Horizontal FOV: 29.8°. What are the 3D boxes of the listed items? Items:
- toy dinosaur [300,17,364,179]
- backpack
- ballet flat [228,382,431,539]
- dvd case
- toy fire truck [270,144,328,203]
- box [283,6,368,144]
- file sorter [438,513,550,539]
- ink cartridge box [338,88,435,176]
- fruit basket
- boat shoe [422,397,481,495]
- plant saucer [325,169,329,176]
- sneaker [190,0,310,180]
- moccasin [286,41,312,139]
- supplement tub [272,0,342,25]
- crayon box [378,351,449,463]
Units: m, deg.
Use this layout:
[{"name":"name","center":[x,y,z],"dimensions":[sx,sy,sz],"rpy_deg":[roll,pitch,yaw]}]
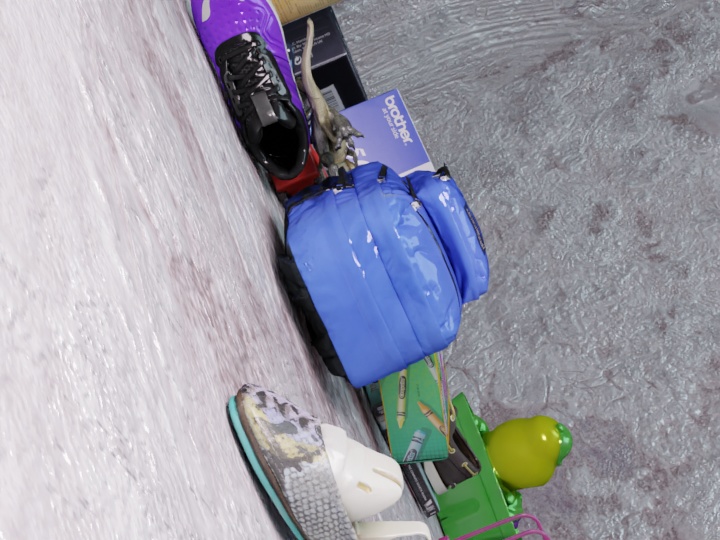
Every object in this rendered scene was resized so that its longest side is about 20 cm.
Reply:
[{"name":"toy dinosaur","center":[-0.025,-0.123,1.228],"dimensions":[0.200,0.047,0.088],"rpy_deg":[76,-4,-49]},{"name":"backpack","center":[0.018,-0.009,1.122],"dimensions":[0.163,0.167,0.200],"rpy_deg":[61,8,-10]},{"name":"ballet flat","center":[-0.002,0.134,0.713],"dimensions":[0.072,0.072,0.201],"rpy_deg":[-103,171,-68]},{"name":"dvd case","center":[0.037,0.164,1.521],"dimensions":[0.146,0.022,0.200],"rpy_deg":[-107,173,-51]},{"name":"toy fire truck","center":[-0.077,-0.135,1.353],"dimensions":[0.200,0.049,0.142],"rpy_deg":[53,16,-76]},{"name":"box","center":[-0.083,-0.280,1.614],"dimensions":[0.197,0.117,0.201],"rpy_deg":[57,10,-72]},{"name":"file sorter","center":[0.177,0.379,1.504],"dimensions":[0.200,0.125,0.140],"rpy_deg":[-99,167,-74]},{"name":"ink cartridge box","center":[0.037,-0.089,1.494],"dimensions":[0.201,0.094,0.044],"rpy_deg":[66,-17,3]},{"name":"fruit basket","center":[0.183,0.254,1.770],"dimensions":[0.156,0.215,0.217],"rpy_deg":[58,10,-70]},{"name":"boat shoe","center":[0.079,0.165,1.494],"dimensions":[0.072,0.060,0.202],"rpy_deg":[-108,174,-51]},{"name":"plant saucer","center":[0.018,-0.087,1.574],"dimensions":[0.070,0.199,0.019],"rpy_deg":[63,41,-65]},{"name":"sneaker","center":[-0.089,-0.165,1.191],"dimensions":[0.100,0.069,0.201],"rpy_deg":[-102,170,-56]},{"name":"moccasin","center":[-0.074,-0.172,1.449],"dimensions":[0.200,0.068,0.081],"rpy_deg":[66,4,-68]},{"name":"supplement tub","center":[-0.071,-0.322,1.335],"dimensions":[0.145,0.199,0.145],"rpy_deg":[-21,90,-87]},{"name":"crayon box","center":[0.048,0.072,1.325],"dimensions":[0.119,0.058,0.201],"rpy_deg":[-81,163,-64]}]
